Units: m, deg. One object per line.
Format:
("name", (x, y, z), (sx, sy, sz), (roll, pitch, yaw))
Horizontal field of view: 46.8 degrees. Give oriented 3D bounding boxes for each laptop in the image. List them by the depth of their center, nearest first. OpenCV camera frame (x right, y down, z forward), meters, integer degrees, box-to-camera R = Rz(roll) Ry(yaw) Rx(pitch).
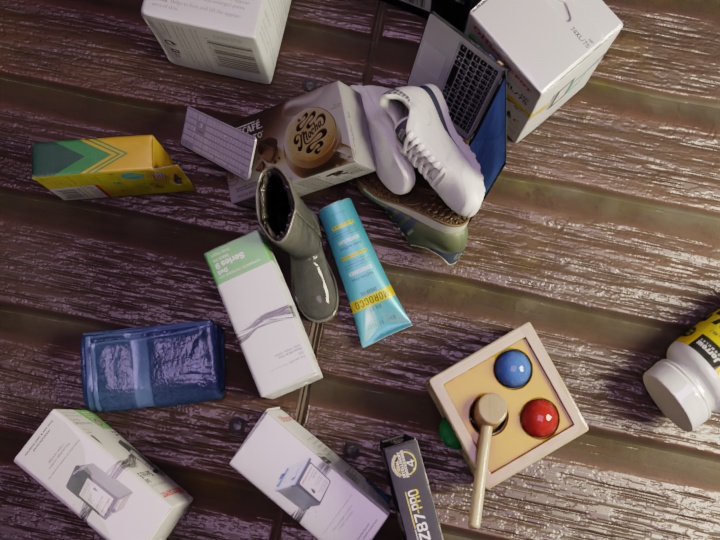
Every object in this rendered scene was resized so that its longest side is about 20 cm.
("laptop", (0.123, -0.202, 1.125), (0.199, 0.188, 0.116), (39, 70, 7))

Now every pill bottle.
("pill bottle", (0.487, 0.118, 1.115), (0.199, 0.114, 0.115), (-36, 82, -5))

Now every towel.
("towel", (-0.288, 0.134, 1.158), (0.196, 0.049, 0.114), (-5, 82, 0))

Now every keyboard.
("keyboard", (-0.199, -0.179, 1.155), (0.011, 0.199, 0.057), (-5, 113, -38))

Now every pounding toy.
("pounding toy", (0.179, 0.199, 1.093), (0.198, 0.142, 0.186), (-29, 81, -4))

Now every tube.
("tube", (0.000, 0.000, 1.180), (0.076, 0.050, 0.203), (-23, 86, 5))

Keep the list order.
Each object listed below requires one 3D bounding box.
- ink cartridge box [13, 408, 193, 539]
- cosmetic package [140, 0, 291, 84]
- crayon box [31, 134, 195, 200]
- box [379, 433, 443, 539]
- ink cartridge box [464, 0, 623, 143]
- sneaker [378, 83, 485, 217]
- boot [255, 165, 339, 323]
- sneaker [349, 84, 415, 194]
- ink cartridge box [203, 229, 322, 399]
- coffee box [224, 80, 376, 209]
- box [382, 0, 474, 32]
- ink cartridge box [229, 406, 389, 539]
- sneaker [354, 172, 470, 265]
("ink cartridge box", (-0.328, 0.275, 1.087), (0.199, 0.146, 0.084), (37, 82, 6))
("cosmetic package", (-0.191, -0.404, 1.184), (0.162, 0.165, 0.204), (12, 80, 3))
("crayon box", (-0.339, -0.143, 1.165), (0.196, 0.127, 0.052), (-4, 81, -1))
("box", (0.066, 0.293, 1.051), (0.048, 0.200, 0.164), (-16, 82, -3))
("ink cartridge box", (0.235, -0.302, 1.142), (0.145, 0.200, 0.147), (-39, 82, -5))
("sneaker", (0.092, -0.154, 1.094), (0.079, 0.077, 0.202), (-11, 64, -38))
("boot", (-0.081, -0.027, 1.103), (0.071, 0.200, 0.185), (-17, 81, -2))
("sneaker", (0.051, -0.195, 1.171), (0.087, 0.076, 0.202), (-10, 56, -19))
("ink cartridge box", (-0.126, 0.065, 1.117), (0.083, 0.146, 0.203), (-23, 81, -3))
("coffee box", (-0.089, -0.168, 1.152), (0.197, 0.080, 0.115), (-15, 81, 23))
("box", (0.106, -0.490, 1.216), (0.194, 0.117, 0.203), (23, 83, 5))
("ink cartridge box", (-0.061, 0.274, 1.083), (0.199, 0.147, 0.086), (37, 85, 7))
("sneaker", (0.069, -0.074, 1.174), (0.199, 0.091, 0.067), (31, 53, 33))
